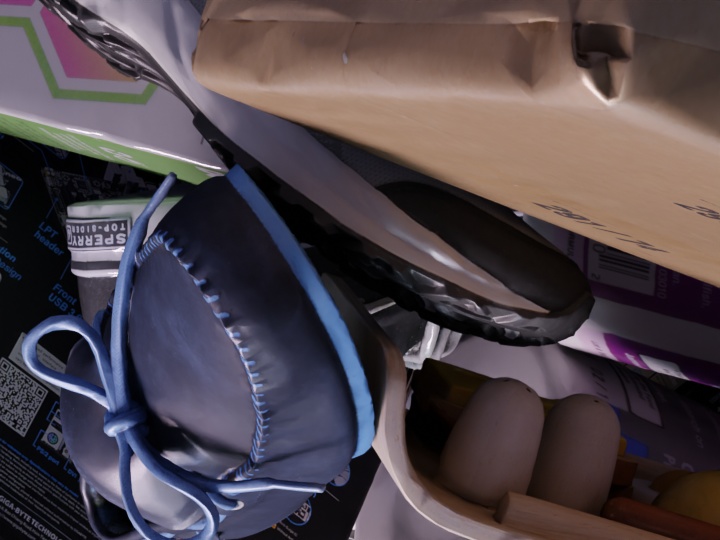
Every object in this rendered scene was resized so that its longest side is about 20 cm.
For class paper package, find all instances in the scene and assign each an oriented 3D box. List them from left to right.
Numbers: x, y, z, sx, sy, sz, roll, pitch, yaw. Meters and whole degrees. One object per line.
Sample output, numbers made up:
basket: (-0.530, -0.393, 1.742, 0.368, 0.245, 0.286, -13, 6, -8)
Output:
paper package: (0.091, -0.055, 0.548, 0.200, 0.104, 0.191, 19, 176, -27)

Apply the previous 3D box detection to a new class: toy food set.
toy food set: (0.088, 0.047, 0.705, 0.199, 0.061, 0.144, 18, -174, -10)

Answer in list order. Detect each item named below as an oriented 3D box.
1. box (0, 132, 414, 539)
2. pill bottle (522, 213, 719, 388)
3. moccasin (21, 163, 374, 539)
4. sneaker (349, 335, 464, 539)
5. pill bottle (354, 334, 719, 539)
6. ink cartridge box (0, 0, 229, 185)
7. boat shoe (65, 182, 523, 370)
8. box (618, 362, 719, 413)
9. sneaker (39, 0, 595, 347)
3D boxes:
box: (-0.079, 0.017, 0.818, 0.200, 0.199, 0.050, 39, 140, -20)
pill bottle: (0.158, -0.009, 0.768, 0.200, 0.113, 0.112, 15, 175, 26)
moccasin: (-0.041, 0.040, 0.659, 0.081, 0.068, 0.200, 59, 166, 19)
sneaker: (0.000, 0.050, 0.985, 0.078, 0.082, 0.200, 13, -153, 3)
pill bottle: (0.108, 0.104, 0.869, 0.200, 0.114, 0.114, 26, 172, -26)
ink cartridge box: (-0.055, -0.082, 0.727, 0.199, 0.104, 0.059, 16, 176, 15)
boat shoe: (0.002, 0.000, 0.804, 0.199, 0.068, 0.073, -11, -172, -41)
box: (0.097, 0.064, 1.029, 0.086, 0.164, 0.200, 46, -171, -20)
sneaker: (-0.014, -0.058, 0.650, 0.200, 0.079, 0.074, 44, 176, 10)
